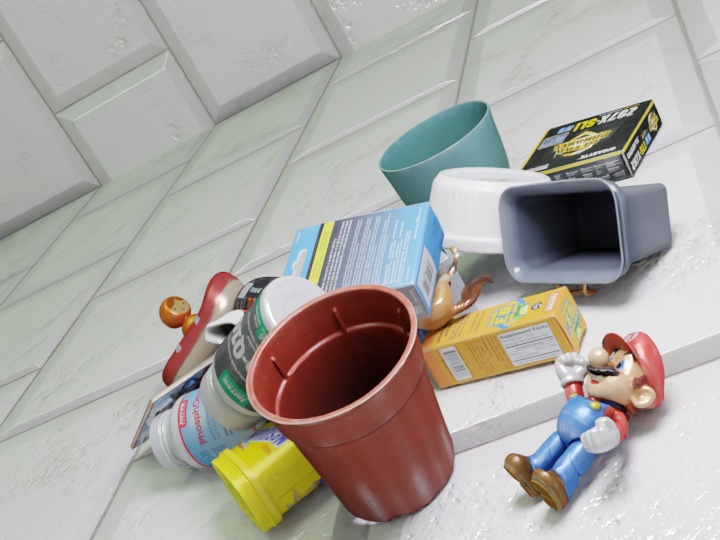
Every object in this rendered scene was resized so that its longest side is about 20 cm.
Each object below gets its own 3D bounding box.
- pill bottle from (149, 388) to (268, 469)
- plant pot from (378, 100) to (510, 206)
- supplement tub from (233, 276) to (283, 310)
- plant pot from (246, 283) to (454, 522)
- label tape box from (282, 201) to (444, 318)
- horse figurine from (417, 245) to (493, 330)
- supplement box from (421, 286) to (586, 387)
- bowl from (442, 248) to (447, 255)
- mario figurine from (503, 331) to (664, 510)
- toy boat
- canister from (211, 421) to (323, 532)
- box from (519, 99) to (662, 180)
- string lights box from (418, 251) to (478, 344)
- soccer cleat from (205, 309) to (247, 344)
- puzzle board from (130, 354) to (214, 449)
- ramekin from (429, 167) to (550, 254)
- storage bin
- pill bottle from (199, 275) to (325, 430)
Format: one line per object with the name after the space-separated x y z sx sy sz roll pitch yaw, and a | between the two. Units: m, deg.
-0.194 0.210 1.518 0.198 0.110 0.109 -22 22 25 | pill bottle
0.152 -0.148 1.750 0.198 0.162 0.201 -27 20 11 | plant pot
-0.109 0.062 1.583 0.107 0.108 0.199 -39 15 -20 | supplement tub
0.004 0.157 1.200 0.198 0.197 0.202 -19 34 13 | plant pot
0.000 0.000 1.396 0.197 0.066 0.145 -12 43 26 | label tape box
0.069 0.039 1.399 0.196 0.050 0.134 -10 47 18 | horse figurine
0.173 0.083 1.342 0.197 0.069 0.067 -16 26 33 | supplement box
0.042 0.036 1.622 0.198 0.075 0.200 -34 20 -5 | bowl
0.223 0.133 1.098 0.123 0.107 0.200 35 72 30 | mario figurine
-0.262 0.087 1.723 0.202 0.130 0.130 -57 -11 6 | toy boat
-0.074 0.218 1.355 0.199 0.087 0.148 -36 13 -15 | canister
0.356 -0.187 1.709 0.198 0.050 0.160 -12 27 42 | box
0.054 0.070 1.487 0.198 0.104 0.059 -33 22 -5 | string lights box
-0.126 0.105 1.456 0.198 0.070 0.084 24 26 39 | soccer cleat
-0.268 0.195 1.638 0.150 0.017 0.201 -36 -12 -33 | puzzle board
0.185 -0.089 1.541 0.198 0.096 0.203 1 12 0 | ramekin
0.296 -0.048 1.393 0.133 0.149 0.199 -12 6 -35 | storage bin
-0.115 0.107 1.345 0.200 0.113 0.114 -49 6 39 | pill bottle
